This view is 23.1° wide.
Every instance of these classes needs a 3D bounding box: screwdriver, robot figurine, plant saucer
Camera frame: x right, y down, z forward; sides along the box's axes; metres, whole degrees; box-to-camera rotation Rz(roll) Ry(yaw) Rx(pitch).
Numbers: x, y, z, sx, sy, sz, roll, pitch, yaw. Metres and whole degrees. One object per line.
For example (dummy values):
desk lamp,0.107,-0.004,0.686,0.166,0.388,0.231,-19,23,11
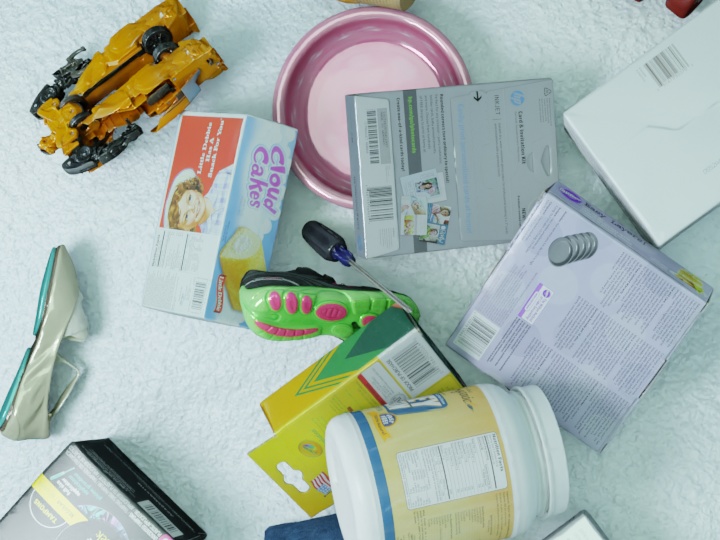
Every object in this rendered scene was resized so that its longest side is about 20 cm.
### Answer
screwdriver,0.000,0.000,1.686,0.028,0.029,0.200,-48,43,-2
robot figurine,-0.235,-0.176,1.757,0.200,0.058,0.145,-38,52,4
plant saucer,0.014,-0.157,1.741,0.200,0.051,0.202,0,87,8

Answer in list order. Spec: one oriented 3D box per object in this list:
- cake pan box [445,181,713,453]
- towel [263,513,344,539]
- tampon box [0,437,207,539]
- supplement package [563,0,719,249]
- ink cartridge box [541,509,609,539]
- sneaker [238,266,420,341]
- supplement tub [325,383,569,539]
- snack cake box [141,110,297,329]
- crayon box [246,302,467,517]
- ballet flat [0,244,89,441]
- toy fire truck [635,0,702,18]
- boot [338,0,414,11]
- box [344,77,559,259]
cake pan box,0.203,0.048,1.666,0.184,0.052,0.200,34,114,8
towel,0.002,0.273,1.687,0.199,0.049,0.112,-10,40,6
tampon box,-0.276,0.285,1.709,0.150,0.126,0.200,42,92,9
supplement package,0.315,-0.139,1.669,0.200,0.111,0.156,-36,83,3
ink cartridge box,0.176,0.344,1.667,0.200,0.083,0.145,-38,82,3
sneaker,-0.027,0.030,1.688,0.077,0.199,0.084,-61,37,22
supplement tub,0.078,0.185,1.622,0.199,0.145,0.145,-11,84,-10
snack cake box,-0.139,-0.051,1.718,0.115,0.067,0.201,9,86,52
crayon box,-0.005,0.135,1.685,0.200,0.127,0.051,-36,41,3
ballet flat,-0.307,0.076,1.766,0.069,0.069,0.201,18,90,8
toy fire truck,0.313,-0.339,1.655,0.112,0.168,0.200,42,92,8
boot,0.022,-0.353,1.749,0.144,0.071,0.202,23,72,26
box,0.090,-0.099,1.682,0.199,0.041,0.157,-7,98,-14
